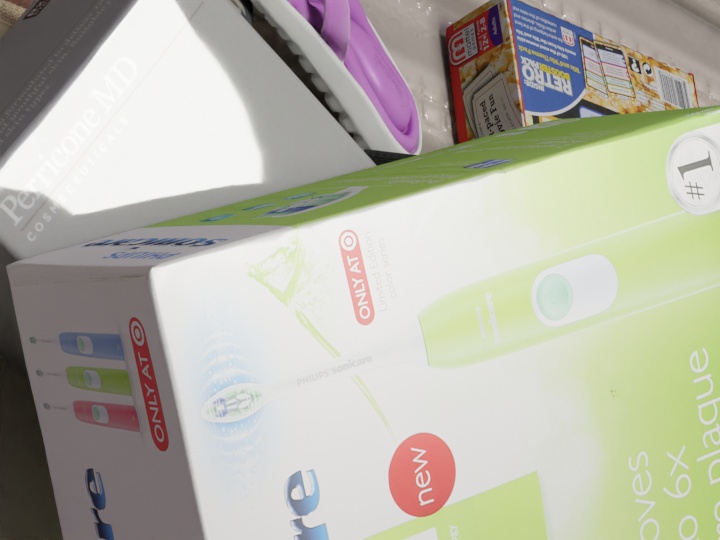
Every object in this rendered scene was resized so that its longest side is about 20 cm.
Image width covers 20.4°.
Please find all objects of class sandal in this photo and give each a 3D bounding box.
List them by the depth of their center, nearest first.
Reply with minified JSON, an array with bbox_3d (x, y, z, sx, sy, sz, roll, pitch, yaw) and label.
[{"bbox_3d":[-0.011,-0.128,0.879,0.203,0.050,0.083,54,25,-45],"label":"sandal"}]

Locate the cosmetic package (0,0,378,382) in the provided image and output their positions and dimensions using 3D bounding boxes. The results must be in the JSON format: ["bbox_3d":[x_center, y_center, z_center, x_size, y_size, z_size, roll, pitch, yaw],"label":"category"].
[{"bbox_3d":[-0.040,0.010,0.611,0.200,0.090,0.107,46,64,-29],"label":"cosmetic package"}]

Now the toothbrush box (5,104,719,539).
[{"bbox_3d":[0.021,0.045,0.553,0.199,0.086,0.146,-16,99,-32],"label":"toothbrush box"}]

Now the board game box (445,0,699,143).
[{"bbox_3d":[0.120,-0.023,1.003,0.151,0.046,0.201,16,58,-40],"label":"board game box"}]

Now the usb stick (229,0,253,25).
[{"bbox_3d":[-0.066,-0.103,0.831,0.055,0.033,0.201,35,40,-39],"label":"usb stick"}]

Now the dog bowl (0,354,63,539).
[{"bbox_3d":[-0.171,0.030,0.615,0.200,0.079,0.201,36,30,-25],"label":"dog bowl"}]

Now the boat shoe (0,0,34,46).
[{"bbox_3d":[-0.101,-0.060,0.679,0.199,0.072,0.072,21,36,-36],"label":"boat shoe"}]

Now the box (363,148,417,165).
[{"bbox_3d":[0.064,0.040,0.821,0.048,0.192,0.200,79,24,-45],"label":"box"}]
